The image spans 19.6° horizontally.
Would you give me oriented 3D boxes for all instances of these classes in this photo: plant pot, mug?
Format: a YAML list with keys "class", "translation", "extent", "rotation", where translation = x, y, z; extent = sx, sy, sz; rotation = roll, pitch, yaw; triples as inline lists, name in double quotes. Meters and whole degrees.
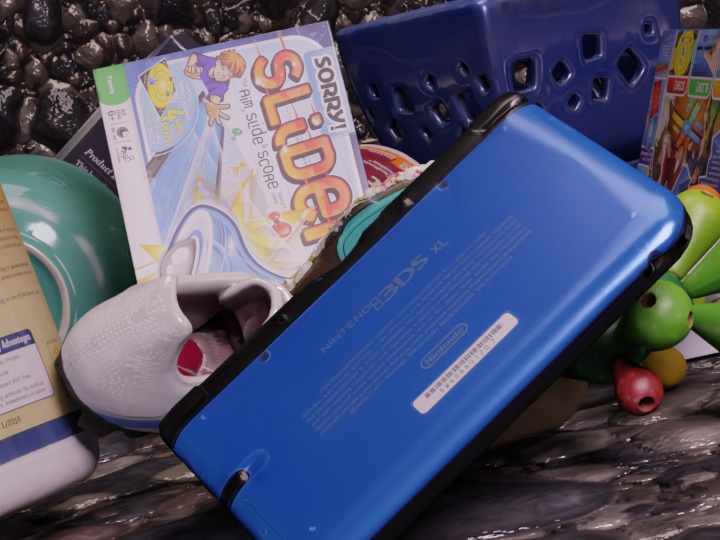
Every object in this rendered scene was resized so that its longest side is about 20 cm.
- class: "plant pot"
  translation: [0.126, -0.129, 1.626]
  extent: [0.200, 0.180, 0.200]
  rotation: [-16, 8, -32]
- class: "mug"
  translation: [-0.194, 0.009, 1.252]
  extent: [0.185, 0.152, 0.114]
  rotation: [-11, 10, 3]

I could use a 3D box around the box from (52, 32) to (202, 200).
- class: "box"
  translation: [-0.145, -0.052, 1.409]
  extent: [0.198, 0.123, 0.200]
  rotation: [-47, 7, 3]

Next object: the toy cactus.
- class: "toy cactus"
  translation: [0.111, 0.035, 0.895]
  extent: [0.165, 0.102, 0.200]
  rotation: [-30, 7, 11]

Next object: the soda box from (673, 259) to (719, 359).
- class: "soda box"
  translation: [0.167, 0.006, 1.041]
  extent: [0.200, 0.064, 0.068]
  rotation: [-11, 7, 0]

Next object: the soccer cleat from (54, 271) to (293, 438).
- class: "soccer cleat"
  translation: [-0.044, 0.040, 0.928]
  extent: [0.086, 0.070, 0.200]
  rotation: [-37, -23, 28]

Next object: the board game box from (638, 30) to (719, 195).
- class: "board game box"
  translation: [0.215, -0.079, 1.287]
  extent: [0.034, 0.136, 0.200]
  rotation: [10, 6, -8]

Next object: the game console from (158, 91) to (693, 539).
- class: "game console"
  translation: [0.031, 0.039, 0.839]
  extent: [0.200, 0.118, 0.171]
  rotation: [-44, 44, -6]

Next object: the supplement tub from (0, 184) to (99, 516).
- class: "supplement tub"
  translation: [-0.212, 0.021, 0.914]
  extent: [0.144, 0.200, 0.144]
  rotation: [-21, -1, 0]

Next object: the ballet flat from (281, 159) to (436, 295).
- class: "ballet flat"
  translation: [0.000, 0.000, 1.039]
  extent: [0.200, 0.076, 0.064]
  rotation: [-38, 21, 15]

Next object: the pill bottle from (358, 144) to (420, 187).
- class: "pill bottle"
  translation: [-0.028, -0.008, 1.260]
  extent: [0.114, 0.114, 0.200]
  rotation: [-9, 8, 23]

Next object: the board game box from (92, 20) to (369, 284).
- class: "board game box"
  translation: [-0.060, -0.027, 1.134]
  extent: [0.135, 0.200, 0.034]
  rotation: [-13, -16, -5]
